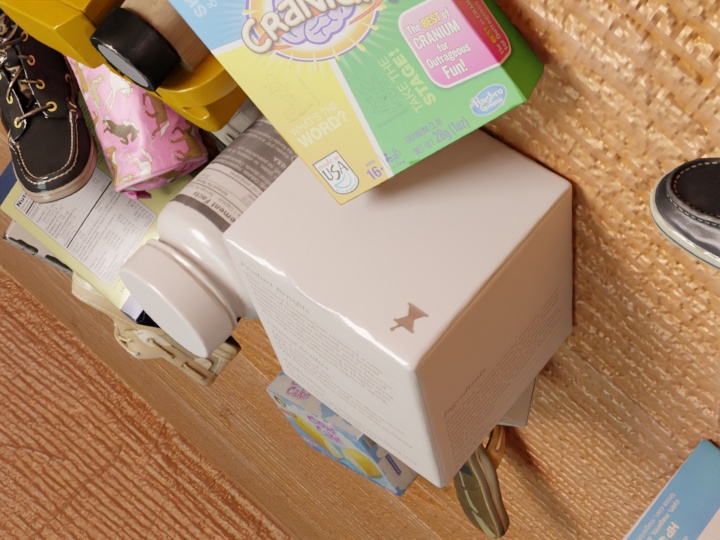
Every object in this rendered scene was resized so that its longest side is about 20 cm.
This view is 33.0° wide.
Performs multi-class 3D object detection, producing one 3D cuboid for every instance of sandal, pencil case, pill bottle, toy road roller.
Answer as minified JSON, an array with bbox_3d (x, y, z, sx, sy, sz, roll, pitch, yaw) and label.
[{"bbox_3d":[0.115,0.168,1.188,0.080,0.054,0.201,20,132,60],"label":"sandal"},{"bbox_3d":[-0.195,-0.161,0.994,0.201,0.083,0.086,67,158,-2],"label":"pencil case"},{"bbox_3d":[-0.084,-0.036,0.941,0.113,0.200,0.113,38,161,15],"label":"pill bottle"},{"bbox_3d":[-0.152,-0.186,0.896,0.200,0.123,0.146,30,169,34],"label":"toy road roller"}]

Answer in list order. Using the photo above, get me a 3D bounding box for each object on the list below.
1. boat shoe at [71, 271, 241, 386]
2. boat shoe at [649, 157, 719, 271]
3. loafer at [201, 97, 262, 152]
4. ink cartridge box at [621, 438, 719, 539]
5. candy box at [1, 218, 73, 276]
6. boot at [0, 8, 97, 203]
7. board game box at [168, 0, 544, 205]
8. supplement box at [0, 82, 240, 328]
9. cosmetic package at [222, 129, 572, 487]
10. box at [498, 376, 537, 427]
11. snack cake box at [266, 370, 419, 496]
[{"bbox_3d":[-0.210,0.060,1.209,0.200,0.065,0.072,31,-173,-40],"label":"boat shoe"},{"bbox_3d":[0.218,-0.028,0.535,0.200,0.075,0.062,18,144,43],"label":"boat shoe"},{"bbox_3d":[-0.089,-0.084,1.054,0.070,0.070,0.200,30,157,36],"label":"loafer"},{"bbox_3d":[0.287,0.249,0.901,0.200,0.125,0.129,39,161,17],"label":"ink cartridge box"},{"bbox_3d":[-0.266,-0.046,1.321,0.200,0.137,0.061,31,167,-18],"label":"candy box"},{"bbox_3d":[-0.277,-0.162,0.984,0.151,0.073,0.200,69,-177,-46],"label":"boot"},{"bbox_3d":[-0.015,-0.150,0.693,0.153,0.040,0.200,-27,111,38],"label":"board game box"},{"bbox_3d":[-0.200,-0.052,1.154,0.200,0.134,0.200,38,-176,18],"label":"supplement box"},{"bbox_3d":[0.036,0.012,0.850,0.167,0.166,0.200,34,160,25],"label":"cosmetic package"},{"bbox_3d":[0.069,0.092,1.063,0.082,0.069,0.200,17,170,-21],"label":"box"},{"bbox_3d":[-0.017,0.188,1.501,0.200,0.067,0.115,19,151,51],"label":"snack cake box"}]
